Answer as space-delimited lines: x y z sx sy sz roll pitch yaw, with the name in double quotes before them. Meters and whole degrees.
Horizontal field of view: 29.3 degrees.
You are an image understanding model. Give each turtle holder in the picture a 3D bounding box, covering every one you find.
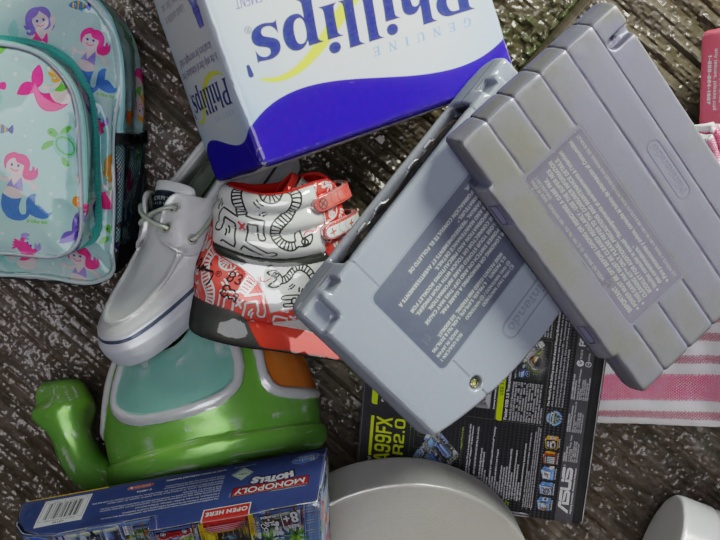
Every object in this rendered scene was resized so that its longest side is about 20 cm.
"turtle holder" -0.115 0.092 0.930 0.185 0.141 0.132 -20 78 42

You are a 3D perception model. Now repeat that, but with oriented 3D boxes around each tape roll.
"tape roll" 0.019 0.219 0.923 0.202 0.037 0.203 -4 114 -8

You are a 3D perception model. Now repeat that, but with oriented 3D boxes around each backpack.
"backpack" -0.231 -0.095 0.897 0.177 0.151 0.201 6 92 1

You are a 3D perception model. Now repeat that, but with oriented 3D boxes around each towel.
"towel" 0.189 0.008 0.919 0.146 0.030 0.201 -4 98 39

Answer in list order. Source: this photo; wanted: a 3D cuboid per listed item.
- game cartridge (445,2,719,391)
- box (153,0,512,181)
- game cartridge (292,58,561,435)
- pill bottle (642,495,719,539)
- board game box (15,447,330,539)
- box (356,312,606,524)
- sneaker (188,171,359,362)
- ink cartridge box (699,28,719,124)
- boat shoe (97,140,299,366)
"game cartridge" 0.151 -0.040 0.817 0.130 0.038 0.200 -40 110 -4
"box" -0.027 -0.179 0.852 0.183 0.105 0.201 -22 97 -21
"game cartridge" 0.065 -0.009 0.822 0.133 0.041 0.200 46 73 -27
"pill bottle" 0.291 0.231 0.936 0.199 0.120 0.120 22 96 -1
"board game box" -0.092 0.224 0.856 0.199 0.062 0.200 -12 114 10
"box" 0.083 0.063 0.929 0.160 0.044 0.201 6 108 8
"sneaker" 0.000 0.000 0.853 0.201 0.067 0.108 9 99 -10
"ink cartridge box" 0.313 -0.082 0.859 0.083 0.200 0.147 -3 97 -35
"boat shoe" -0.117 -0.032 0.896 0.200 0.073 0.067 -58 133 -32
